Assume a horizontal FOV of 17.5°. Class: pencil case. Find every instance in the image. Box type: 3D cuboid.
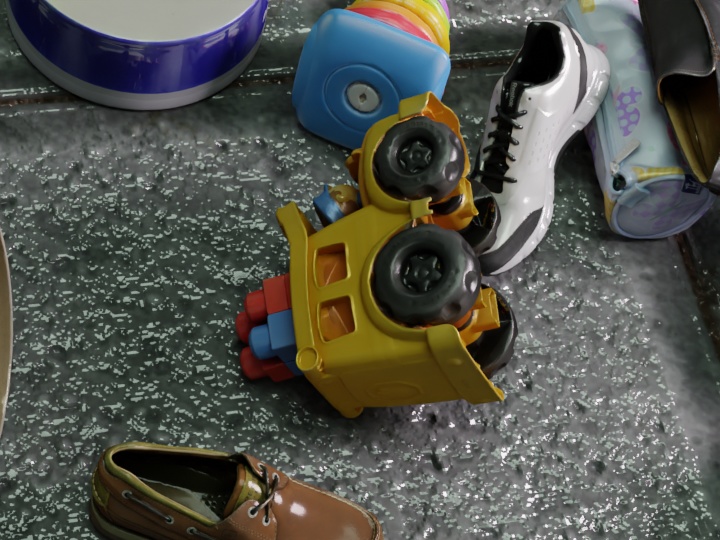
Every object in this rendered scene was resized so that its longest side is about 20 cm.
[{"bbox_3d":[0.203,-0.121,1.763,0.090,0.083,0.201,8,52,-27],"label":"pencil case"}]

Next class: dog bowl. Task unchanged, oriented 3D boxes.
[{"bbox_3d":[-0.166,-0.222,1.759,0.199,0.079,0.201,6,55,-8],"label":"dog bowl"}]

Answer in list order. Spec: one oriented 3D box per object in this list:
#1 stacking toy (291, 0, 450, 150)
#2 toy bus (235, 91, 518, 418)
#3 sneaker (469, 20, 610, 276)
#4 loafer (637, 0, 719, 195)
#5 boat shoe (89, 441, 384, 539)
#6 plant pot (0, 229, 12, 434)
[{"bbox_3d":[0.031,-0.185,1.773,0.109,0.116,0.200,21,43,5],"label":"stacking toy"},{"bbox_3d":[0.000,0.000,1.602,0.191,0.136,0.201,-12,65,15],"label":"toy bus"},{"bbox_3d":[0.111,-0.092,1.694,0.073,0.080,0.201,14,73,34],"label":"sneaker"},{"bbox_3d":[0.245,-0.142,1.696,0.072,0.073,0.201,0,56,-41],"label":"loafer"},{"bbox_3d":[-0.078,0.158,1.519,0.199,0.068,0.072,9,53,-7],"label":"boat shoe"},{"bbox_3d":[-0.314,0.045,1.485,0.133,0.201,0.201,2,54,8],"label":"plant pot"}]
